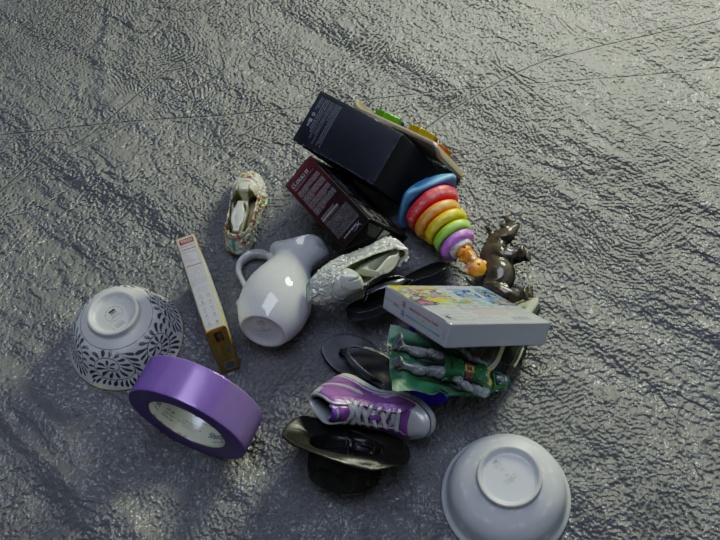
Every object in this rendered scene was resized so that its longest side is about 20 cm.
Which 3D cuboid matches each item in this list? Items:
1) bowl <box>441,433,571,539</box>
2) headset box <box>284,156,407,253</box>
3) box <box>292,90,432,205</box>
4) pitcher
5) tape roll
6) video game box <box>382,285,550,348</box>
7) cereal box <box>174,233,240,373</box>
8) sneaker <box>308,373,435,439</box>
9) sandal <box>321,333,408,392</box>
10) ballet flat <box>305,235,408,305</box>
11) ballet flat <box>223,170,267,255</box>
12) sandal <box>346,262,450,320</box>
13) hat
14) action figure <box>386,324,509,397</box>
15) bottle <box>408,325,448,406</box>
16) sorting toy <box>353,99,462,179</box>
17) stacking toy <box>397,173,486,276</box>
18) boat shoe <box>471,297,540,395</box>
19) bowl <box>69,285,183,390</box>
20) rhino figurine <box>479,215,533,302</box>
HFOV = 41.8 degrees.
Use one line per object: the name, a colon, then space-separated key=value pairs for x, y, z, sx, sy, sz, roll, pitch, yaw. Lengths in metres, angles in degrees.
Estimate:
bowl: x=0.221 y=0.324 z=1.416 sx=0.201 sy=0.090 sz=0.201 roll=-1 pitch=57 yaw=2
headset box: x=-0.030 y=-0.111 z=1.679 sx=0.077 sy=0.149 sz=0.200 roll=-49 pitch=62 yaw=11
box: x=0.009 y=-0.215 z=1.711 sx=0.182 sy=0.200 sz=0.104 roll=32 pitch=93 yaw=21
pitcher: x=-0.159 y=0.032 z=1.632 sx=0.171 sy=0.121 sz=0.200 roll=-4 pitch=43 yaw=23
tape roll: x=-0.254 y=0.213 z=1.456 sx=0.200 sy=0.200 sz=0.066 roll=18 pitch=59 yaw=15
video game box: x=0.165 y=0.071 z=1.496 sx=0.200 sy=0.047 sz=0.182 roll=1 pitch=19 yaw=-31
cereal box: x=-0.258 y=0.056 z=1.596 sx=0.039 sy=0.144 sz=0.200 roll=-20 pitch=57 yaw=-8
sneaker: x=0.010 y=0.227 z=1.470 sx=0.200 sy=0.073 sz=0.114 roll=14 pitch=16 yaw=30
sandal: x=0.024 y=0.160 z=1.566 sx=0.200 sy=0.043 sz=0.076 roll=28 pitch=63 yaw=21
ballet flat: x=0.000 y=0.000 z=1.584 sx=0.200 sy=0.072 sz=0.072 roll=-31 pitch=59 yaw=-25
ballet flat: x=-0.215 y=-0.120 z=1.757 sx=0.076 sy=0.064 sz=0.200 roll=-1 pitch=56 yaw=4
sandal: x=0.059 y=0.027 z=1.625 sx=0.200 sy=0.043 sz=0.076 roll=-28 pitch=19 yaw=-18
hat: x=-0.027 y=0.293 z=1.446 sx=0.200 sy=0.201 sz=0.081 roll=14 pitch=101 yaw=13
action figure: x=0.140 y=0.151 z=1.444 sx=0.200 sy=0.055 sz=0.118 roll=17 pitch=53 yaw=-21
bottle: x=0.112 y=0.127 z=1.551 sx=0.065 sy=0.084 sz=0.200 roll=-16 pitch=38 yaw=18
sorting toy: x=0.095 y=-0.249 z=1.755 sx=0.200 sy=0.185 sz=0.036 roll=33 pitch=93 yaw=21
stacking toy: x=0.161 y=-0.063 z=1.667 sx=0.116 sy=0.110 sz=0.200 roll=-23 pitch=59 yaw=-21
boat shoe: x=0.248 y=0.122 z=1.572 sx=0.072 sy=0.068 sz=0.200 roll=-11 pitch=31 yaw=47
bowl: x=-0.412 y=0.095 z=1.610 sx=0.200 sy=0.094 sz=0.201 roll=-2 pitch=57 yaw=4
rhino figurine: x=0.251 y=-0.019 z=1.656 sx=0.087 sy=0.060 sz=0.200 roll=-13 pitch=52 yaw=22
